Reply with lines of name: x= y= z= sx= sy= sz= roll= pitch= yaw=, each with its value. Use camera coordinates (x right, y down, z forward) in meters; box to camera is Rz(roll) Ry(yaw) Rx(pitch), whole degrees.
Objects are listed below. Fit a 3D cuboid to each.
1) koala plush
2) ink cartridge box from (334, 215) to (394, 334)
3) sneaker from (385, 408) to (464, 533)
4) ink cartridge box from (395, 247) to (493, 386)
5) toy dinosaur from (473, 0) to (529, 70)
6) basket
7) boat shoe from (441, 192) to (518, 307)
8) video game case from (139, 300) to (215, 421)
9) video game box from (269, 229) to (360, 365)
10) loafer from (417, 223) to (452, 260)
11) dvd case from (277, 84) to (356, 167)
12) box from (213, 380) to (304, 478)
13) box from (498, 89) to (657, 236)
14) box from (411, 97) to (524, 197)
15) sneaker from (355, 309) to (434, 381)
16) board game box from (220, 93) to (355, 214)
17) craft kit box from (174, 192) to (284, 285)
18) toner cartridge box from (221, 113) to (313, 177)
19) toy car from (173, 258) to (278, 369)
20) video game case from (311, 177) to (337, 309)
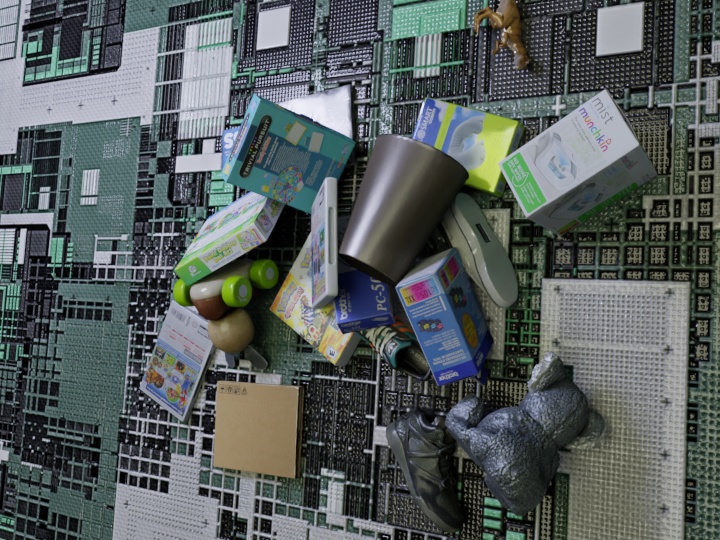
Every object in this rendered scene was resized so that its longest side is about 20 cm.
koala plush: x=0.256 y=0.236 z=1.104 sx=0.198 sy=0.184 sz=0.179 roll=-36 pitch=93 yaw=-6
ink cartridge box: x=0.000 y=0.000 z=1.274 sx=0.092 sy=0.044 sz=0.204 roll=-12 pitch=60 yaw=9
sneaker: x=0.127 y=0.312 z=1.215 sx=0.114 sy=0.075 sz=0.202 roll=-40 pitch=62 yaw=27
ink cartridge box: x=0.141 y=0.084 z=1.175 sx=0.075 sy=0.136 sz=0.204 roll=-18 pitch=100 yaw=25
toy dinosaur: x=0.241 y=-0.425 z=1.251 sx=0.103 sy=0.060 sz=0.206 roll=-4 pitch=88 yaw=4
basket: x=0.053 y=-0.091 z=1.194 sx=0.178 sy=0.136 sz=0.203 roll=22 pitch=81 yaw=39
boat shoe: x=0.187 y=-0.023 z=1.229 sx=0.070 sy=0.070 sz=0.203 roll=-43 pitch=67 yaw=45
video game case: x=-0.371 y=0.184 z=1.547 sx=0.141 sy=0.018 sz=0.204 roll=26 pitch=97 yaw=29
video game box: x=-0.051 y=0.036 z=1.365 sx=0.181 sy=0.046 sz=0.203 roll=35 pitch=102 yaw=30
loafer: x=0.091 y=-0.081 z=1.285 sx=0.072 sy=0.063 sz=0.202 roll=-39 pitch=68 yaw=20
dvd case: x=-0.098 y=-0.259 z=1.440 sx=0.196 sy=0.016 sz=0.153 roll=-7 pitch=82 yaw=29
box: x=-0.196 y=0.299 z=1.432 sx=0.196 sy=0.021 sz=0.168 roll=-1 pitch=84 yaw=29
box: x=0.317 y=-0.148 z=1.086 sx=0.175 sy=0.199 sz=0.098 roll=-33 pitch=71 yaw=21
box: x=0.163 y=-0.212 z=1.268 sx=0.197 sy=0.047 sz=0.125 roll=21 pitch=95 yaw=29
sneaker: x=0.053 y=0.115 z=1.254 sx=0.198 sy=0.080 sz=0.072 roll=32 pitch=101 yaw=15
board game box: x=-0.127 y=-0.199 z=1.334 sx=0.153 sy=0.197 sz=0.047 roll=-63 pitch=32 yaw=14
craft kit box: x=-0.233 y=-0.079 z=1.409 sx=0.197 sy=0.199 sz=0.049 roll=-27 pitch=112 yaw=25
toner cartridge box: x=-0.181 y=-0.234 z=1.452 sx=0.196 sy=0.043 sz=0.098 roll=-5 pitch=84 yaw=31
toy car: x=-0.236 y=0.093 z=1.438 sx=0.161 sy=0.157 sz=0.205 roll=-1 pitch=111 yaw=36
video game case: x=-0.061 y=-0.038 z=1.259 sx=0.023 sy=0.200 sz=0.187 roll=1 pitch=81 yaw=-10
